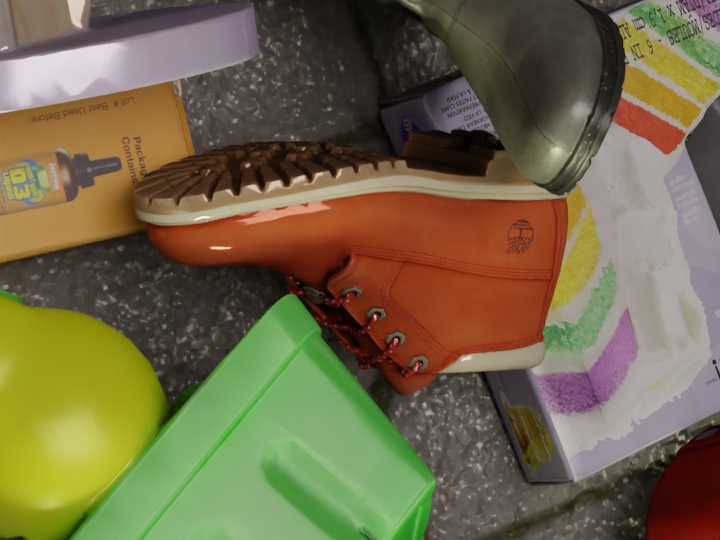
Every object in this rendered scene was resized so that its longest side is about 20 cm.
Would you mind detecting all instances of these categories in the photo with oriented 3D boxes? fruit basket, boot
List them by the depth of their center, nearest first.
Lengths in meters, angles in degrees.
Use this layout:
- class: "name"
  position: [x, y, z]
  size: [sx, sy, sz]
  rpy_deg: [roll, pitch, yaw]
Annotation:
- class: "fruit basket"
  position: [-0.097, 0.091, 1.090]
  size: [0.215, 0.156, 0.216]
  rpy_deg: [1, 68, -2]
- class: "boot"
  position: [0.023, -0.109, 1.113]
  size: [0.130, 0.200, 0.068]
  rpy_deg: [18, 120, -23]
- class: "boot"
  position: [0.000, 0.000, 1.130]
  size: [0.200, 0.075, 0.108]
  rpy_deg: [-1, 102, -31]

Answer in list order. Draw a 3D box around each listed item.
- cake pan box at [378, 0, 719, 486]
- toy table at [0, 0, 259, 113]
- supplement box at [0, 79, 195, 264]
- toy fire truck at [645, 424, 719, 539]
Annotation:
- class: "cake pan box"
  position: [0.129, -0.025, 1.257]
  size: [0.200, 0.052, 0.185]
  rpy_deg: [-22, 96, -25]
- class: "toy table"
  position: [-0.147, -0.123, 1.075]
  size: [0.200, 0.184, 0.117]
  rpy_deg: [-13, 101, -20]
- class: "supplement box"
  position: [-0.165, -0.030, 1.110]
  size: [0.200, 0.069, 0.067]
  rpy_deg: [-13, 91, -24]
- class: "toy fire truck"
  position: [0.165, 0.166, 1.227]
  size: [0.200, 0.129, 0.176]
  rpy_deg: [-29, 97, -35]
